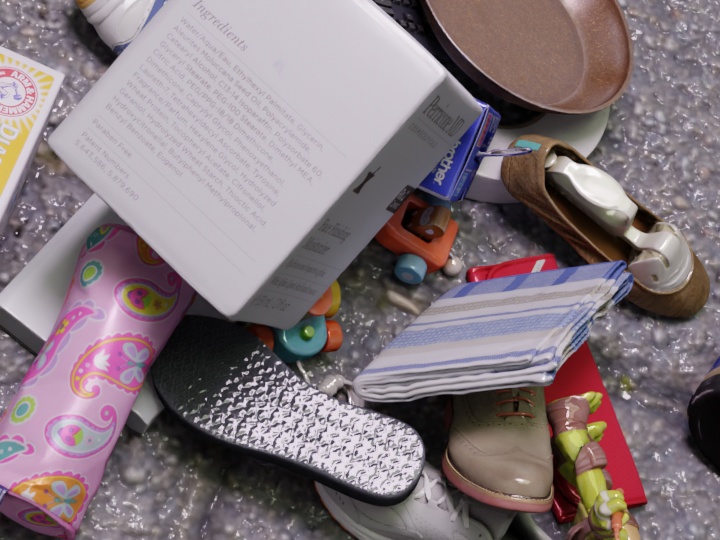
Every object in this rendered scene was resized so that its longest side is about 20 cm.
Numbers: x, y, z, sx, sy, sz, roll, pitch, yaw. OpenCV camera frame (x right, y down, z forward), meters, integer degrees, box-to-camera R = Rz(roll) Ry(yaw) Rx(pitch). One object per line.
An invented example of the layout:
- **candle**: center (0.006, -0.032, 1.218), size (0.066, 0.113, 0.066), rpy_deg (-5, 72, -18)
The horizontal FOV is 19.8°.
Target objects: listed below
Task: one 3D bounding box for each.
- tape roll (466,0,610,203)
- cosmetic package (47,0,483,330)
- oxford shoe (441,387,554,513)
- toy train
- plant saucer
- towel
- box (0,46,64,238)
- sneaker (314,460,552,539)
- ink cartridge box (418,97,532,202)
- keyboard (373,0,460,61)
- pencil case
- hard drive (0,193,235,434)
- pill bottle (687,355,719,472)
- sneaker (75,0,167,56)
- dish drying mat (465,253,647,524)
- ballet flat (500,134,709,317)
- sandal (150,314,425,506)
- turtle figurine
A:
- **tape roll**: center (0.095, -0.146, 1.589), size (0.202, 0.037, 0.204), rpy_deg (9, 60, -16)
- **cosmetic package**: center (-0.055, -0.092, 1.305), size (0.165, 0.165, 0.200), rpy_deg (43, 96, 10)
- **oxford shoe**: center (0.092, 0.096, 1.368), size (0.070, 0.075, 0.200), rpy_deg (9, 19, -10)
- **toy train**: center (0.000, 0.000, 1.444), size (0.150, 0.056, 0.201), rpy_deg (37, 56, -15)
- **plant saucer**: center (0.117, -0.193, 1.563), size (0.200, 0.037, 0.201), rpy_deg (20, 49, -24)
- **towel**: center (0.093, 0.041, 1.394), size (0.200, 0.146, 0.024), rpy_deg (-40, 119, -60)
- **box**: center (-0.283, -0.051, 1.348), size (0.112, 0.101, 0.201), rpy_deg (23, 57, -8)
- **sneaker**: center (0.063, 0.159, 1.374), size (0.200, 0.092, 0.076), rpy_deg (33, 56, -1)
- **ink cartridge box**: center (0.021, -0.107, 1.454), size (0.199, 0.136, 0.077), rpy_deg (26, 95, 5)
- **keyboard**: center (-0.014, -0.222, 1.525), size (0.199, 0.021, 0.128), rpy_deg (12, 46, -33)
- **pencil case**: center (-0.177, 0.070, 1.309), size (0.087, 0.087, 0.201), rpy_deg (28, 73, -5)
- **hard drive**: center (-0.142, 0.001, 1.420), size (0.132, 0.026, 0.200), rpy_deg (38, 56, 2)
- **pill bottle**: center (0.332, 0.063, 1.522), size (0.112, 0.112, 0.200), rpy_deg (39, 55, 3)
- **sneaker**: center (-0.124, -0.216, 1.534), size (0.200, 0.075, 0.088), rpy_deg (-40, 103, -35)
- **dish drying mat**: center (0.141, 0.082, 1.492), size (0.076, 0.018, 0.201), rpy_deg (-8, 66, -26)
- **ballet flat**: center (0.191, -0.033, 1.520), size (0.200, 0.072, 0.068), rpy_deg (40, 72, -13)
- **sandal**: center (-0.054, 0.100, 1.360), size (0.200, 0.043, 0.076), rpy_deg (30, 68, 7)
- **turtle figurine**: center (0.168, 0.173, 1.387), size (0.064, 0.200, 0.162), rpy_deg (-25, 57, 11)
